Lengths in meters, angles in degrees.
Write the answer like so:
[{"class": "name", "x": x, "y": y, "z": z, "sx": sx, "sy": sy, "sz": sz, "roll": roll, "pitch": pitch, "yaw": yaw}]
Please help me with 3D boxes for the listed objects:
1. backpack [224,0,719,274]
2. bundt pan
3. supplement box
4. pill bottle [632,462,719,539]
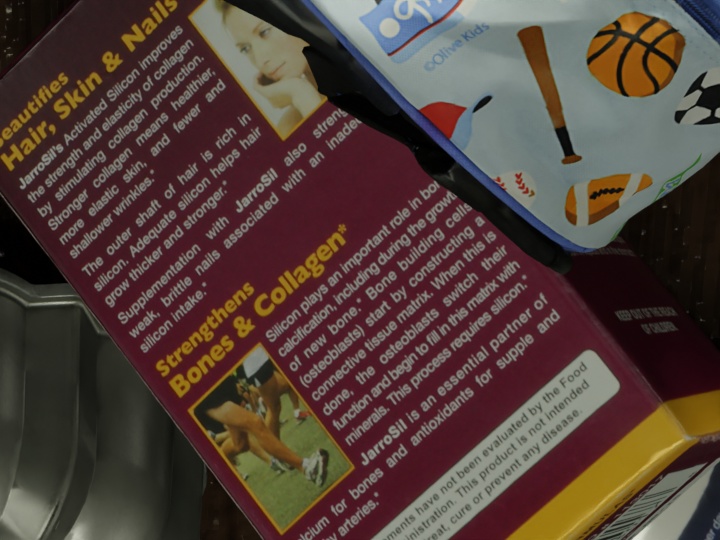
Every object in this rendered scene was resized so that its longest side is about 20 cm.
[{"class": "backpack", "x": 0.038, "y": -0.104, "z": 0.630, "sx": 0.200, "sy": 0.191, "sz": 0.154, "roll": 35, "pitch": 123, "yaw": -28}, {"class": "bundt pan", "x": -0.138, "y": 0.087, "z": 0.814, "sx": 0.201, "sy": 0.076, "sz": 0.202, "roll": -7, "pitch": 141, "yaw": -6}, {"class": "supplement box", "x": 0.000, "y": 0.000, "z": 0.739, "sx": 0.110, "sy": 0.086, "sz": 0.200, "roll": -43, "pitch": 75, "yaw": 18}, {"class": "pill bottle", "x": 0.102, "y": 0.088, "z": 0.841, "sx": 0.200, "sy": 0.111, "sz": 0.111, "roll": 35, "pitch": 111, "yaw": -17}]
